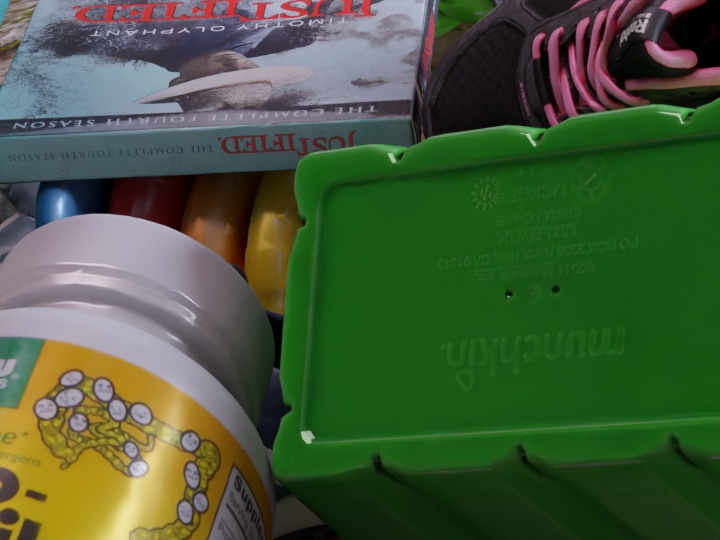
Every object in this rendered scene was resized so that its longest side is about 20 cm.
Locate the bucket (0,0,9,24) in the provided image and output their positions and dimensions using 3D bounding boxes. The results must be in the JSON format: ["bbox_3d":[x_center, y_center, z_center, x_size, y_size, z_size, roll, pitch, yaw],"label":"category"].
[{"bbox_3d":[-0.207,-0.100,0.922,0.206,0.135,0.208,12,40,-10],"label":"bucket"}]

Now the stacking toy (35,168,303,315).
[{"bbox_3d":[0.000,0.000,0.954,0.199,0.110,0.116,-1,27,20],"label":"stacking toy"}]

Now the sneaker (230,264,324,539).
[{"bbox_3d":[-0.055,0.049,0.884,0.199,0.085,0.075,-24,21,-4],"label":"sneaker"}]

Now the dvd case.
[{"bbox_3d":[-0.045,-0.085,0.998,0.145,0.022,0.200,-2,29,7],"label":"dvd case"}]

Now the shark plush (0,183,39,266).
[{"bbox_3d":[-0.119,0.016,1.044,0.083,0.091,0.200,13,35,31],"label":"shark plush"}]

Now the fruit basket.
[{"bbox_3d":[0.099,0.019,0.786,0.215,0.156,0.216,4,-14,1],"label":"fruit basket"}]

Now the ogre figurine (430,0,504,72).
[{"bbox_3d":[0.057,-0.112,1.142,0.120,0.099,0.200,0,-15,35],"label":"ogre figurine"}]

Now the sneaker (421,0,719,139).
[{"bbox_3d":[0.091,-0.069,0.850,0.200,0.079,0.095,-17,-4,35],"label":"sneaker"}]

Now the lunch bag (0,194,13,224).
[{"bbox_3d":[-0.225,-0.027,1.185,0.167,0.140,0.200,-13,16,-26],"label":"lunch bag"}]

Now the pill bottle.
[{"bbox_3d":[-0.085,0.082,0.732,0.112,0.113,0.200,-11,38,26],"label":"pill bottle"}]
